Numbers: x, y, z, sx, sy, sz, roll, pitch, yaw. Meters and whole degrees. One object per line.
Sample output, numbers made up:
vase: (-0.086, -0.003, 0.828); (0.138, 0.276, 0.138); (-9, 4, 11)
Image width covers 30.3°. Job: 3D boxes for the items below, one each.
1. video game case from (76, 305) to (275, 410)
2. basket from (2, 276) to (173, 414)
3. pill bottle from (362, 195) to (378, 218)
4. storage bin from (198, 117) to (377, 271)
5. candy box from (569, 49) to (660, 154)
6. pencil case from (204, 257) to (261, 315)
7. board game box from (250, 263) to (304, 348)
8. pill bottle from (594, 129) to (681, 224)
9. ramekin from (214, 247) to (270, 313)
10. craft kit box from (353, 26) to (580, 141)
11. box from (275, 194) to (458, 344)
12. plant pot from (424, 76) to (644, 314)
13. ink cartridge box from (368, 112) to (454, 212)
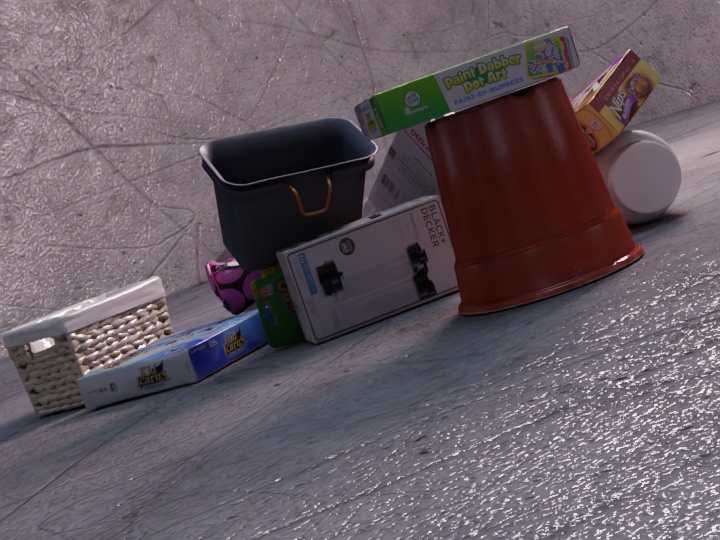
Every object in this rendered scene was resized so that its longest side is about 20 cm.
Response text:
video game case: (-0.228, 0.109, 1.682); (0.180, 0.046, 0.200); (-18, 5, 29)
basket: (-0.357, 0.102, 1.798); (0.135, 0.124, 0.200); (-15, 7, 37)
pill bottle: (0.087, -0.069, 1.954); (0.119, 0.121, 0.200); (-16, -1, 30)
storage bin: (-0.080, -0.083, 1.596); (0.198, 0.135, 0.146); (-15, 34, -21)
candy box: (0.259, -0.168, 1.591); (0.117, 0.056, 0.200); (-49, 4, -34)
pencil case: (-0.107, -0.020, 1.761); (0.199, 0.094, 0.091); (-30, 48, -6)
board game box: (-0.030, 0.018, 1.607); (0.199, 0.096, 0.030); (-21, 25, -11)
pill bottle: (0.321, -0.112, 1.599); (0.110, 0.112, 0.200); (-19, 4, -1)
ramekin: (-0.110, -0.013, 1.905); (0.200, 0.105, 0.200); (-39, -7, -6)
craft kit box: (0.100, -0.183, 1.333); (0.198, 0.049, 0.198); (-20, 2, -4)
box: (0.014, -0.003, 1.555); (0.198, 0.118, 0.060); (-19, 5, -11)
plant pot: (0.164, -0.081, 1.354); (0.199, 0.197, 0.201); (-18, 5, 2)
ink cartridge box: (0.095, -0.129, 1.664); (0.066, 0.116, 0.201); (-26, -26, -37)
